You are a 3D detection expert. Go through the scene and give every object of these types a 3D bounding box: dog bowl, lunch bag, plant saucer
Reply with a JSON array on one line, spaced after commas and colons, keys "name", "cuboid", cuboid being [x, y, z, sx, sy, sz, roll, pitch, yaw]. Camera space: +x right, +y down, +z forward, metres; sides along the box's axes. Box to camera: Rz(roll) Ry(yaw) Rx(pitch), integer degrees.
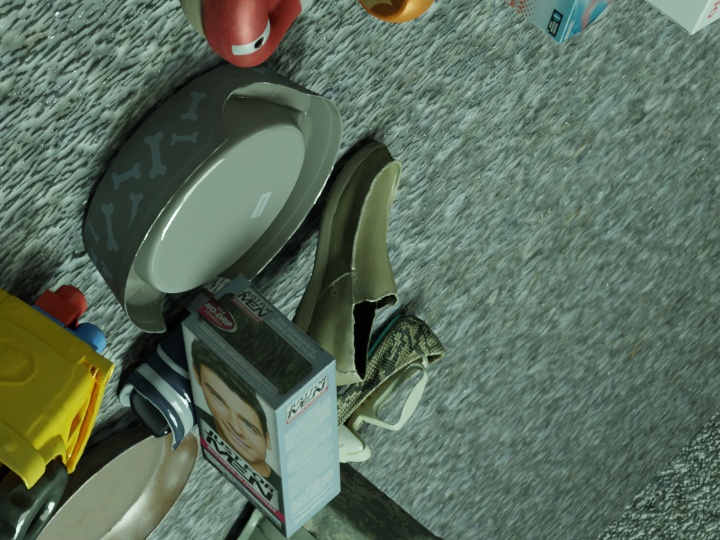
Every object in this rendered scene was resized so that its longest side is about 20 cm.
[{"name": "dog bowl", "cuboid": [-0.101, -0.053, 1.360, 0.200, 0.059, 0.200, -42, 160, -19]}, {"name": "lunch bag", "cuboid": [-0.045, 0.299, 1.986, 0.200, 0.164, 0.117, -59, 164, 25]}, {"name": "plant saucer", "cuboid": [-0.211, 0.193, 1.628, 0.200, 0.032, 0.200, -42, 159, -20]}]

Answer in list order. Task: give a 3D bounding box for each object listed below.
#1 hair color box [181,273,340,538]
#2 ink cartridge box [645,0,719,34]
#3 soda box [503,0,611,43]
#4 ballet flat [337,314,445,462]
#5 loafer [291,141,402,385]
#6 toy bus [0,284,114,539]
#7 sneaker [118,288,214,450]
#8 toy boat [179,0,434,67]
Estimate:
[{"name": "hair color box", "cuboid": [-0.069, 0.101, 1.466, 0.061, 0.099, 0.200, -39, 155, -22]}, {"name": "ink cartridge box", "cuboid": [0.340, -0.312, 1.786, 0.200, 0.086, 0.148, -34, 156, -40]}, {"name": "soda box", "cuboid": [0.171, -0.271, 1.518, 0.063, 0.068, 0.200, -33, 154, -37]}, {"name": "ballet flat", "cuboid": [0.003, 0.129, 1.903, 0.200, 0.075, 0.068, -45, 161, -9]}, {"name": "loafer", "cuboid": [0.000, 0.000, 1.592, 0.076, 0.067, 0.201, 13, 94, -72]}, {"name": "toy bus", "cuboid": [-0.233, 0.104, 1.299, 0.192, 0.135, 0.200, -52, 171, -45]}, {"name": "sneaker", "cuboid": [-0.118, 0.094, 1.582, 0.109, 0.070, 0.200, -49, 156, -9]}, {"name": "toy boat", "cuboid": [-0.009, -0.192, 1.186, 0.200, 0.131, 0.131, -43, 160, -16]}]
